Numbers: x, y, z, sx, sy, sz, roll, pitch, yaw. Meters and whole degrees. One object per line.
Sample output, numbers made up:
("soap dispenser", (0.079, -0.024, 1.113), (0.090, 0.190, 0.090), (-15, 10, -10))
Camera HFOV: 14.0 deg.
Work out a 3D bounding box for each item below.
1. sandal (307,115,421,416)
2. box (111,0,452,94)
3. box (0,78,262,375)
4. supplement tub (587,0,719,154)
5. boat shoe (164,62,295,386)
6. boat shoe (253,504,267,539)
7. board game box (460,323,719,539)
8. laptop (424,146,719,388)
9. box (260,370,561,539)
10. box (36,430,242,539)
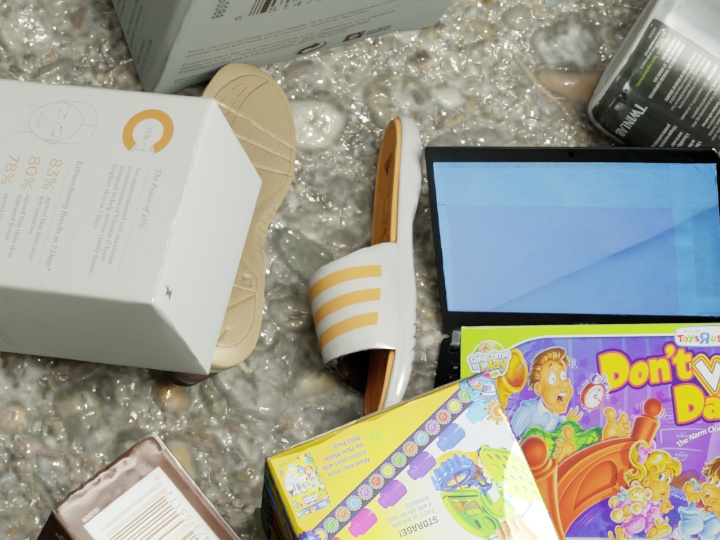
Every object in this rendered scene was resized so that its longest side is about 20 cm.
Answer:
("sandal", (-0.002, 0.003, 1.692), (0.059, 0.079, 0.207), (8, 61, -10))
("box", (-0.048, -0.229, 1.693), (0.198, 0.200, 0.172), (-16, 77, -18))
("box", (-0.172, -0.027, 1.602), (0.199, 0.098, 0.125), (7, 66, 20))
("supplement tub", (0.247, -0.090, 1.757), (0.200, 0.123, 0.123), (32, 66, -2))
("boat shoe", (-0.085, -0.026, 1.683), (0.072, 0.065, 0.201), (20, 58, -25))
("boat shoe", (0.020, 0.197, 1.630), (0.062, 0.071, 0.200), (-30, 76, -24))
("board game box", (0.155, 0.097, 1.602), (0.199, 0.045, 0.135), (-2, 84, 19))
("laptop", (0.116, 0.041, 1.650), (0.177, 0.103, 0.201), (1, 60, 18))
("box", (0.039, 0.180, 1.488), (0.122, 0.200, 0.193), (-21, 77, -8))
("box", (-0.119, 0.168, 1.532), (0.075, 0.200, 0.100), (-37, 83, -25))
